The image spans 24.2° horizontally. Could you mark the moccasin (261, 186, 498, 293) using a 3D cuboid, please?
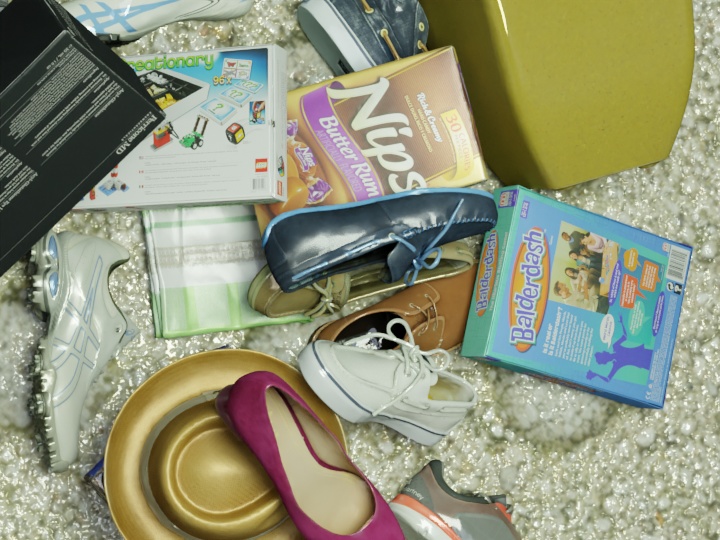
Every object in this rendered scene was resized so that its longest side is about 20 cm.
[{"bbox_3d":[0.019,-0.018,1.379,0.197,0.081,0.069,-11,69,-7],"label":"moccasin"}]

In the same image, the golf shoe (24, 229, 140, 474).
[{"bbox_3d":[-0.229,0.067,1.398,0.096,0.078,0.203,1,85,-19],"label":"golf shoe"}]

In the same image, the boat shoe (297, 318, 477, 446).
[{"bbox_3d":[0.036,0.087,1.401,0.086,0.075,0.201,-40,140,20],"label":"boat shoe"}]

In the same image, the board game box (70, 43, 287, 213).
[{"bbox_3d":[-0.157,-0.116,1.400,0.197,0.035,0.128,-2,84,20],"label":"board game box"}]

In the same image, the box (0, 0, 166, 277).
[{"bbox_3d":[-0.276,-0.106,1.333,0.200,0.141,0.079,-43,51,5],"label":"box"}]

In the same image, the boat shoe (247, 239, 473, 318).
[{"bbox_3d":[0.000,0.001,1.435,0.199,0.074,0.063,-18,58,-24],"label":"boat shoe"}]

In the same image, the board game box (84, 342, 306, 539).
[{"bbox_3d":[-0.104,0.189,1.401,0.159,0.097,0.200,-43,95,-13],"label":"board game box"}]

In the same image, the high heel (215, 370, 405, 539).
[{"bbox_3d":[-0.026,0.155,1.240,0.200,0.096,0.068,42,70,-12],"label":"high heel"}]

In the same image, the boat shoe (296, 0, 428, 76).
[{"bbox_3d":[0.036,-0.177,1.484,0.091,0.071,0.201,-36,93,-14],"label":"boat shoe"}]

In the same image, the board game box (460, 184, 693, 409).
[{"bbox_3d":[0.194,0.026,1.493,0.198,0.045,0.154,18,80,-27],"label":"board game box"}]

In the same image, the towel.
[{"bbox_3d":[-0.118,-0.048,1.456,0.147,0.031,0.203,-6,86,-13],"label":"towel"}]

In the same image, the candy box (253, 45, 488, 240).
[{"bbox_3d":[-0.001,-0.106,1.418,0.198,0.056,0.118,-15,91,5],"label":"candy box"}]

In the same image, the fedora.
[{"bbox_3d":[-0.099,0.154,1.312,0.198,0.082,0.203,1,85,-14],"label":"fedora"}]

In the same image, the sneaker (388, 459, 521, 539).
[{"bbox_3d":[0.121,0.238,1.464,0.199,0.077,0.082,39,71,-8],"label":"sneaker"}]

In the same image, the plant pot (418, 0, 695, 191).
[{"bbox_3d":[0.176,-0.178,1.462,0.193,0.194,0.203,-14,97,-15],"label":"plant pot"}]

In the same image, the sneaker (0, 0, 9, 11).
[{"bbox_3d":[-0.362,-0.162,1.394,0.199,0.078,0.140,-39,73,0],"label":"sneaker"}]

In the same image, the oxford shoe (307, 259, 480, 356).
[{"bbox_3d":[0.053,0.044,1.468,0.198,0.071,0.072,-24,89,-16],"label":"oxford shoe"}]

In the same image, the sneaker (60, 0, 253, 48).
[{"bbox_3d":[-0.189,-0.233,1.435,0.198,0.072,0.073,-16,94,-18],"label":"sneaker"}]
